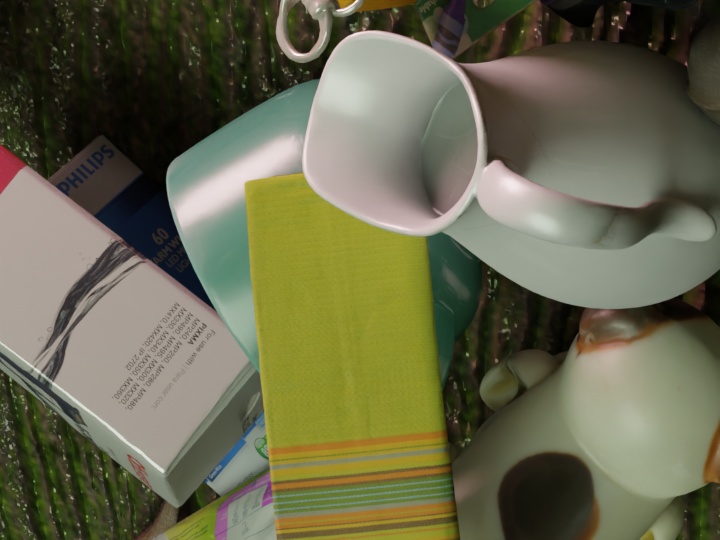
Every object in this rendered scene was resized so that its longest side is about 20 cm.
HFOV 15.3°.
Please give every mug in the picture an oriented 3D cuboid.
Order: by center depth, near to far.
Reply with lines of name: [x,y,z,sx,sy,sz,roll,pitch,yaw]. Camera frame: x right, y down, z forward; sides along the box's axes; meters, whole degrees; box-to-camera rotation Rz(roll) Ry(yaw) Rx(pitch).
mug: [0.000,-0.005,1.327,0.114,0.152,0.186,-31,86,12]

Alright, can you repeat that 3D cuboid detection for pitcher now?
pitcher: [0.100,-0.038,1.187,0.171,0.199,0.122,35,110,46]

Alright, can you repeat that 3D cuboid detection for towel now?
towel: [-0.003,0.053,1.245,0.085,0.018,0.201,-6,90,7]

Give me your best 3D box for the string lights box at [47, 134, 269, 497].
string lights box: [-0.107,0.031,1.502,0.200,0.059,0.103,42,137,2]

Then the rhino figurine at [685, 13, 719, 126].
rhino figurine: [0.230,-0.096,1.149,0.199,0.087,0.060,-2,121,36]

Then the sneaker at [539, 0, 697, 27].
sneaker: [0.146,-0.164,1.181,0.199,0.076,0.088,-12,124,48]

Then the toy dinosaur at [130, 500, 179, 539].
toy dinosaur: [-0.126,0.226,1.651,0.135,0.086,0.201,5,119,41]

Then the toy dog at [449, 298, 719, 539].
toy dog: [0.102,0.093,1.324,0.200,0.194,0.140,-43,78,13]

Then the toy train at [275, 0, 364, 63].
toy train: [-0.018,-0.198,1.156,0.150,0.055,0.201,-39,67,44]

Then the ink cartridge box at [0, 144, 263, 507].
ink cartridge box: [-0.147,0.025,1.381,0.200,0.084,0.145,38,171,6]

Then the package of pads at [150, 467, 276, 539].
package of pads: [-0.025,0.177,1.505,0.154,0.069,0.200,26,142,-27]

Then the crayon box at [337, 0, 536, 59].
crayon box: [0.021,-0.204,1.187,0.126,0.051,0.201,-32,76,45]
